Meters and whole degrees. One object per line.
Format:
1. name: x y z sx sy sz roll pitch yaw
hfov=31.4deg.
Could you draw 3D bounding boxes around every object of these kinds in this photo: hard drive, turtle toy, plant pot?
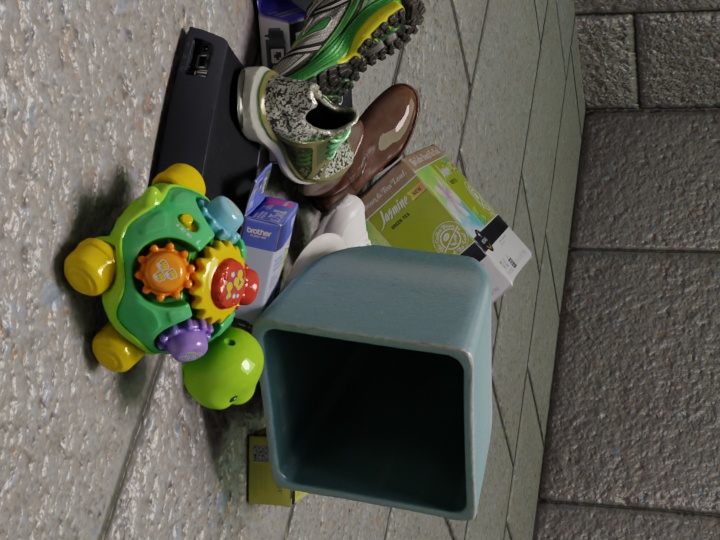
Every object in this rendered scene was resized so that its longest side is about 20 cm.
1. hard drive: -0.131 -0.098 1.133 0.135 0.042 0.200 55 40 -64
2. turtle toy: -0.132 0.021 0.988 0.146 0.101 0.200 -50 141 -41
3. plant pot: 0.035 0.080 1.191 0.200 0.196 0.197 -60 152 -51

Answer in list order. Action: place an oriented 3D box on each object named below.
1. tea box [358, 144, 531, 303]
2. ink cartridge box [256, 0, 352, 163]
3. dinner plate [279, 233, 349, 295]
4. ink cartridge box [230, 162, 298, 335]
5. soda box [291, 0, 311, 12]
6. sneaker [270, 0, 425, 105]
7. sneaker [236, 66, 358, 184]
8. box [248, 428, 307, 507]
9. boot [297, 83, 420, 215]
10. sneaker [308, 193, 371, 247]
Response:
1. tea box: 0.088 -0.034 1.560 0.197 0.134 0.200 48 17 1
2. ink cartridge box: -0.057 -0.232 1.376 0.198 0.043 0.200 -46 134 -66
3. dinner plate: -0.038 0.063 1.277 0.200 0.024 0.200 11 90 -70
4. ink cartridge box: -0.094 0.009 1.167 0.119 0.042 0.200 -70 171 -78
5. soda box: -0.048 -0.308 1.281 0.200 0.064 0.068 22 54 -62
6. sneaker: -0.035 -0.219 1.261 0.085 0.200 0.078 51 0 21
7. sneaker: -0.038 -0.128 1.188 0.200 0.089 0.077 28 68 -63
8. box: -0.063 0.197 1.385 0.200 0.050 0.075 -13 104 -72
9. boot: 0.000 -0.144 1.380 0.186 0.064 0.200 -57 172 -3
10. sneaker: 0.000 0.000 1.413 0.078 0.099 0.200 -47 154 -34
